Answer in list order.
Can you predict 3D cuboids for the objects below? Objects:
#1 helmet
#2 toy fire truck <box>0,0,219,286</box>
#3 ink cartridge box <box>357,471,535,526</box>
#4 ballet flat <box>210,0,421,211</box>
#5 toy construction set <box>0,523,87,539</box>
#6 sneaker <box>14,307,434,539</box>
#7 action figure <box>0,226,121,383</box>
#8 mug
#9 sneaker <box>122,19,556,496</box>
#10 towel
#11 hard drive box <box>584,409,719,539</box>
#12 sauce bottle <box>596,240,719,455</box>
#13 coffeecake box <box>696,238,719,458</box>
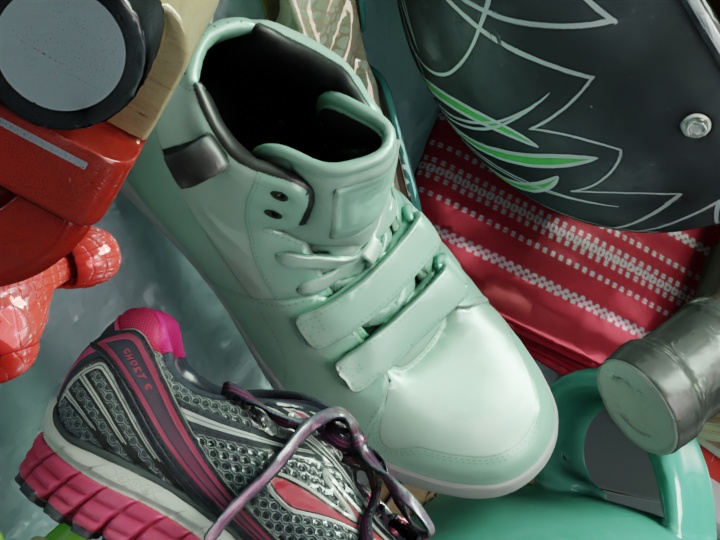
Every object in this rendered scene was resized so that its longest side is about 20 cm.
[{"bbox_3d":[0.106,-0.109,0.973,0.191,0.200,0.200,-45,128,-13],"label":"helmet"},{"bbox_3d":[-0.158,-0.038,0.739,0.200,0.176,0.129,-58,-172,27],"label":"toy fire truck"},{"bbox_3d":[0.005,0.148,1.024,0.200,0.075,0.165,-49,127,-27],"label":"ink cartridge box"},{"bbox_3d":[-0.024,-0.073,0.973,0.062,0.067,0.200,-17,107,-15],"label":"ballet flat"},{"bbox_3d":[-0.120,0.140,0.852,0.200,0.131,0.092,-26,117,-40],"label":"toy construction set"},{"bbox_3d":[-0.010,0.082,0.869,0.075,0.200,0.081,-63,177,-2],"label":"sneaker"},{"bbox_3d":[-0.166,0.018,0.797,0.200,0.052,0.066,-14,100,-16],"label":"action figure"},{"bbox_3d":[0.078,0.144,0.961,0.152,0.114,0.185,-26,115,-40],"label":"mug"},{"bbox_3d":[0.000,0.000,0.890,0.200,0.118,0.074,44,73,-9],"label":"sneaker"},{"bbox_3d":[0.099,-0.057,1.087,0.144,0.022,0.200,26,78,-21],"label":"towel"},{"bbox_3d":[0.182,0.057,1.188,0.200,0.077,0.156,31,75,-44],"label":"hard drive box"},{"bbox_3d":[0.169,-0.002,0.979,0.200,0.065,0.065,-34,122,-24],"label":"sauce bottle"},{"bbox_3d":[0.226,0.032,1.119,0.200,0.073,0.154,34,71,-44],"label":"coffeecake box"}]
